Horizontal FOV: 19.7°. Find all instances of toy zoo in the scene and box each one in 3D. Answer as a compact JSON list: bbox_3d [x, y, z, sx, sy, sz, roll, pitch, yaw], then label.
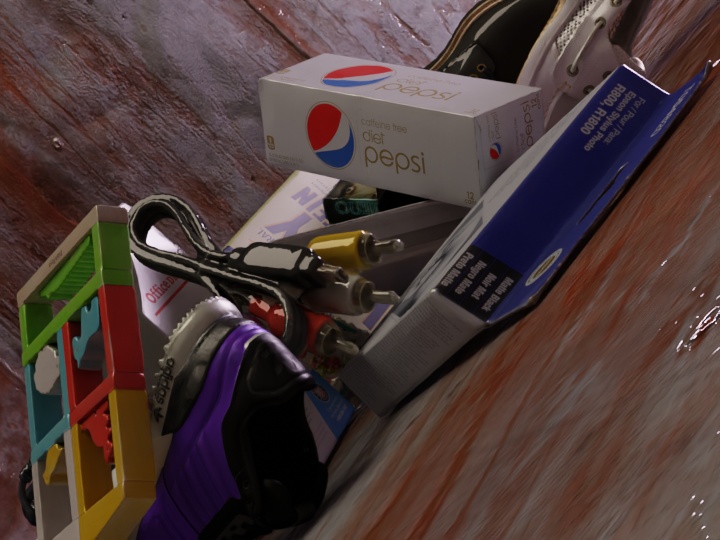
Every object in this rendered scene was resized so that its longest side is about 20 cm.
[{"bbox_3d":[-0.154,0.081,1.157,0.131,0.020,0.201,-40,52,52],"label":"toy zoo"}]

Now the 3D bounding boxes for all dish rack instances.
[{"bbox_3d":[0.000,0.000,1.376,0.199,0.044,0.172,-14,-9,-21],"label":"dish rack"}]

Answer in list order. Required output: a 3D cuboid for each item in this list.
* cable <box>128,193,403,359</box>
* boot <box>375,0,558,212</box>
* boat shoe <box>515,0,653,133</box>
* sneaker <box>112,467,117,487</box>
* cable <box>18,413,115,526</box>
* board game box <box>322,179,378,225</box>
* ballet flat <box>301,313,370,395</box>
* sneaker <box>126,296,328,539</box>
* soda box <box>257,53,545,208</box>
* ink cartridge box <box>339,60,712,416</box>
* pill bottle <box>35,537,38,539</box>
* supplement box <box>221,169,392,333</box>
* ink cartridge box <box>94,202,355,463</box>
[{"bbox_3d":[-0.068,0.009,1.208,0.199,0.050,0.097,9,66,42],"label":"cable"},{"bbox_3d":[0.086,-0.112,1.438,0.200,0.077,0.138,-42,23,13],"label":"boot"},{"bbox_3d":[0.159,-0.144,1.404,0.071,0.069,0.201,1,-66,-66],"label":"boat shoe"},{"bbox_3d":[-0.174,0.191,1.431,0.088,0.075,0.200,-19,-21,-16],"label":"sneaker"},{"bbox_3d":[-0.152,0.115,1.456,0.200,0.051,0.163,-42,-20,-8],"label":"cable"},{"bbox_3d":[0.071,-0.088,1.557,0.135,0.028,0.200,1,29,24],"label":"board game box"},{"bbox_3d":[-0.068,0.103,1.484,0.200,0.064,0.076,-47,5,18],"label":"ballet flat"},{"bbox_3d":[-0.069,0.123,1.127,0.069,0.099,0.201,-26,-45,-49],"label":"sneaker"},{"bbox_3d":[0.025,-0.093,1.348,0.200,0.064,0.068,14,29,43],"label":"soda box"},{"bbox_3d":[0.087,-0.025,1.147,0.200,0.041,0.200,-50,4,-31],"label":"ink cartridge box"},{"bbox_3d":[-0.235,0.260,1.366,0.200,0.112,0.112,-46,3,25],"label":"pill bottle"},{"bbox_3d":[-0.067,0.037,1.631,0.200,0.134,0.200,-45,3,41],"label":"supplement box"},{"bbox_3d":[-0.107,0.059,1.281,0.068,0.200,0.115,-46,3,20],"label":"ink cartridge box"}]
